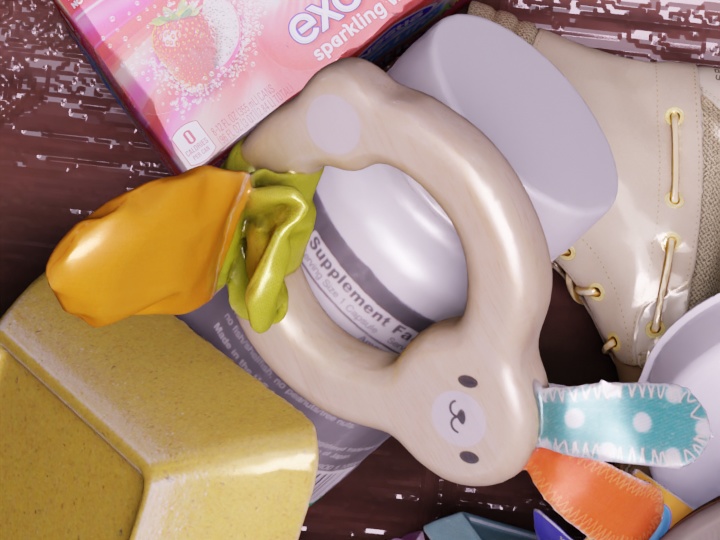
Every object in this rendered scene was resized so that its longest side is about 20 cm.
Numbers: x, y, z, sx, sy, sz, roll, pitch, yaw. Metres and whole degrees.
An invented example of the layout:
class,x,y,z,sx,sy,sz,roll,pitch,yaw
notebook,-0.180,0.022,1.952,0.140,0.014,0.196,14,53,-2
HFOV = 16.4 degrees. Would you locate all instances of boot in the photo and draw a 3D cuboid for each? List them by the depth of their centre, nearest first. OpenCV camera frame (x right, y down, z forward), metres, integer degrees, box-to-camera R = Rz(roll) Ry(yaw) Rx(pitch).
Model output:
class,x,y,z,sx,sy,sz,roll,pitch,yaw
boot,0.085,-0.002,1.035,0.154,0.073,0.202,16,83,-1

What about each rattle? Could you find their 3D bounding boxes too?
class,x,y,z,sx,sy,sz,roll,pitch,yaw
rattle,0.014,0.034,0.833,0.130,0.143,0.201,-37,87,18

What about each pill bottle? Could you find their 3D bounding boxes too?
class,x,y,z,sx,sy,sz,roll,pitch,yaw
pill bottle,0.000,0.000,0.969,0.113,0.113,0.200,49,120,3

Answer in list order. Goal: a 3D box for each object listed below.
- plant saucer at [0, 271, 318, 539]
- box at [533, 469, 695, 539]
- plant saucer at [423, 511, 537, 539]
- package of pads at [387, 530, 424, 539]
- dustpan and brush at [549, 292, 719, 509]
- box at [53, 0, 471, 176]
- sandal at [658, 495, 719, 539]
class,x,y,z,sx,sy,sz,roll,pitch,yaw
plant saucer,-0.109,0.113,0.941,0.048,0.200,0.201,9,104,-36
box,0.152,0.145,0.934,0.200,0.119,0.042,38,79,14
plant saucer,0.097,0.164,0.969,0.019,0.070,0.200,-54,44,15
package of pads,0.003,0.217,1.012,0.120,0.076,0.201,-21,85,-3
dustpan and brush,0.132,0.061,0.959,0.198,0.057,0.141,-3,117,18
box,-0.020,-0.130,1.032,0.199,0.095,0.103,-36,86,-4
sandal,0.095,0.138,0.861,0.199,0.055,0.082,-26,95,27
